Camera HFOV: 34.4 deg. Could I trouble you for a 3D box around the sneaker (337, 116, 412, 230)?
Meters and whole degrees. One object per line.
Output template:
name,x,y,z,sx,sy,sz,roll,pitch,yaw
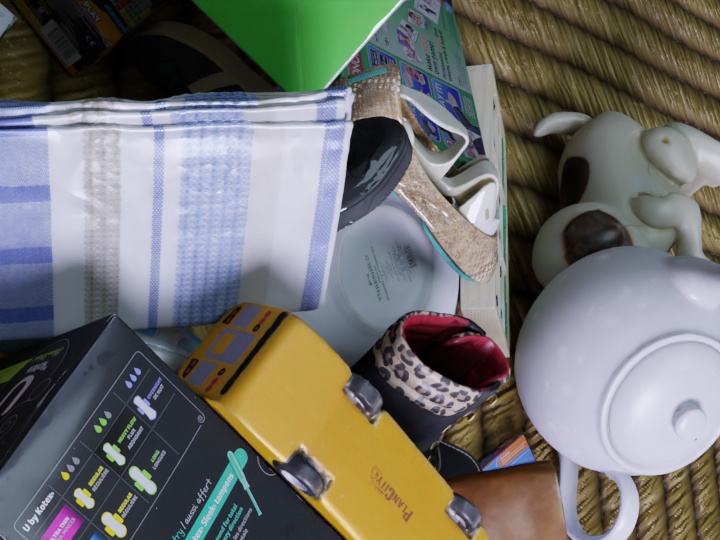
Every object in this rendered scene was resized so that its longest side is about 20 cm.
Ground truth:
sneaker,-0.069,-0.055,0.648,0.198,0.060,0.105,-31,132,-5

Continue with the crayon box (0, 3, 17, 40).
crayon box,-0.301,-0.155,0.623,0.200,0.050,0.128,43,51,-26

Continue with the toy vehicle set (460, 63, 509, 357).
toy vehicle set,0.100,-0.045,0.936,0.124,0.026,0.203,59,30,-67

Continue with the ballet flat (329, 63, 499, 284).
ballet flat,0.054,-0.062,0.778,0.200,0.065,0.071,42,29,-39

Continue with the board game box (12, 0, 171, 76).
board game box,-0.189,-0.256,0.761,0.201,0.056,0.166,53,48,-17

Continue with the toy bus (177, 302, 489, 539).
toy bus,-0.010,0.110,0.651,0.065,0.078,0.201,-51,121,-22

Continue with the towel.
towel,-0.103,-0.028,0.602,0.197,0.149,0.024,-6,41,-17

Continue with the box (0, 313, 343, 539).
box,-0.128,0.145,0.616,0.200,0.147,0.125,47,51,-20

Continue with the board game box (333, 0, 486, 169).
board game box,0.025,-0.161,0.872,0.133,0.029,0.202,21,44,-30

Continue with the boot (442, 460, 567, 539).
boot,0.037,0.220,0.741,0.196,0.068,0.192,2,78,-14

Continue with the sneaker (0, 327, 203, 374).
sneaker,-0.144,0.000,0.701,0.199,0.079,0.133,29,59,-34

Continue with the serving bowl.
serving bowl,0.000,0.000,0.817,0.198,0.065,0.204,3,85,-37

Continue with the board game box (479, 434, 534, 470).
board game box,0.086,0.216,0.887,0.199,0.019,0.104,-29,98,-45

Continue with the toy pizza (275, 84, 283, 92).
toy pizza,0.006,-0.117,0.916,0.198,0.031,0.204,17,65,-40

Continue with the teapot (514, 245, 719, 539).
teapot,0.222,0.090,0.917,0.195,0.146,0.202,-24,120,-5

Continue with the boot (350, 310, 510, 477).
boot,0.045,0.104,0.787,0.198,0.151,0.074,21,38,-35

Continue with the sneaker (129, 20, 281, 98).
sneaker,-0.089,-0.083,0.746,0.199,0.075,0.085,35,72,20

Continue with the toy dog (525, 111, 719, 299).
toy dog,0.224,-0.047,1.028,0.194,0.139,0.201,42,50,-8

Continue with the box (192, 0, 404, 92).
box,-0.062,-0.217,0.699,0.200,0.097,0.177,44,22,-9
